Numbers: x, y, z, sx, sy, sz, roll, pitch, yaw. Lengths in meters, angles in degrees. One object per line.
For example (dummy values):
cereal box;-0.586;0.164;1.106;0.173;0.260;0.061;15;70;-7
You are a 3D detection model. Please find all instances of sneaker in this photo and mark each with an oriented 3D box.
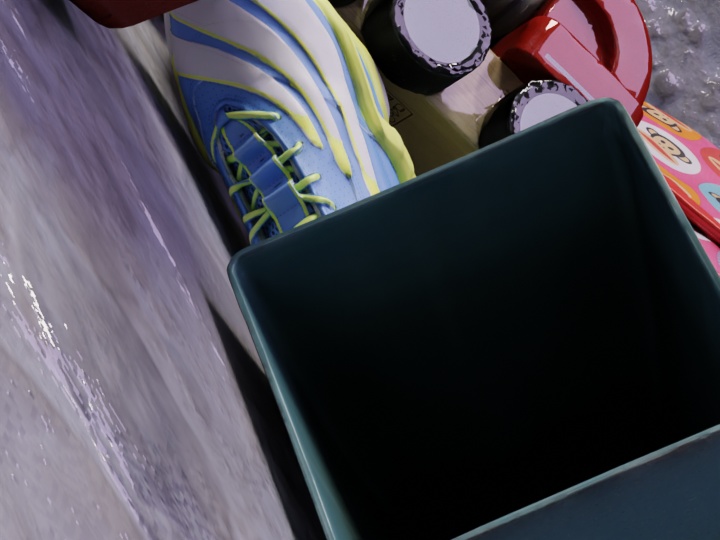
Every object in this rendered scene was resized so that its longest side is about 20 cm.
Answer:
sneaker;-0.013;-0.024;0.901;0.200;0.076;0.105;61;6;-14

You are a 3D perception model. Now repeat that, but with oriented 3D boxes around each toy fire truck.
toy fire truck;0.045;-0.129;1.030;0.176;0.200;0.129;43;-31;-12

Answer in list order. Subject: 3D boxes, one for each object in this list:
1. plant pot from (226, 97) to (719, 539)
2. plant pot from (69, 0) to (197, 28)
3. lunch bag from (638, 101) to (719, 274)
plant pot;0.066;0.078;0.825;0.200;0.141;0.142;67;0;-48
plant pot;-0.064;-0.200;0.794;0.176;0.200;0.200;72;-3;-47
lunch bag;0.139;-0.006;1.153;0.200;0.082;0.176;43;24;23
